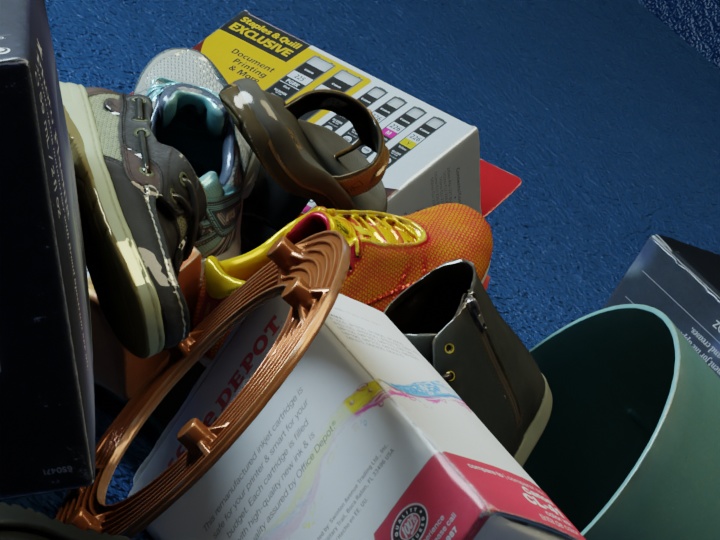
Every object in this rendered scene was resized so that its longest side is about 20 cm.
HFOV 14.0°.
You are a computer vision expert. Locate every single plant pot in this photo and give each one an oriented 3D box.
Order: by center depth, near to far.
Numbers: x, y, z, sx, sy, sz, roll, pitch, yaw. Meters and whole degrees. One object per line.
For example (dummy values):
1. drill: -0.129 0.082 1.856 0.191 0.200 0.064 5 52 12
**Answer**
1. plant pot: 0.146 0.145 1.549 0.161 0.201 0.201 41 12 -21

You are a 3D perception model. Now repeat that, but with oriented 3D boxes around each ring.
1. ring: -0.079 0.055 1.341 0.019 0.200 0.200 42 13 -13

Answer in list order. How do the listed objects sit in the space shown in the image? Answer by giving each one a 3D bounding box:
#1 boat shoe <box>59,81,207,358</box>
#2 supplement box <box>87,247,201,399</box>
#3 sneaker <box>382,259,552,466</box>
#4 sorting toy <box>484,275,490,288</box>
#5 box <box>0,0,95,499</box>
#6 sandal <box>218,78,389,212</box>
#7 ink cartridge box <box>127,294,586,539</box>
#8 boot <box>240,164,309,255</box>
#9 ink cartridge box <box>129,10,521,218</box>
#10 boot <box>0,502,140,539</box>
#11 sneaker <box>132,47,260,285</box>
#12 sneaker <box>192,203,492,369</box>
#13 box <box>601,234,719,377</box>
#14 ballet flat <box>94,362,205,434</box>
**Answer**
1. boat shoe: -0.107 -0.034 1.432 0.066 0.072 0.201 -11 36 -14
2. supplement box: -0.176 -0.014 1.511 0.200 0.067 0.069 30 49 28
3. sneaker: 0.025 0.095 1.476 0.075 0.200 0.106 -1 -44 32
4. sorting toy: 0.001 -0.007 1.941 0.200 0.070 0.199 24 18 -31
5. box: -0.189 -0.026 1.315 0.123 0.201 0.198 -8 23 -4
6. sandal: -0.019 -0.072 1.582 0.082 0.055 0.200 53 7 21
7. ink cartridge box: -0.005 0.119 1.393 0.086 0.148 0.200 22 19 -42
8. boot: -0.018 0.007 1.615 0.200 0.066 0.165 29 38 29
9. ink cartridge box: -0.027 -0.075 1.826 0.200 0.084 0.176 29 53 31
10. boot: -0.099 0.176 1.184 0.198 0.073 0.163 14 28 -52
11. sneaker: -0.088 -0.071 1.578 0.077 0.087 0.200 2 37 -7
12. sneaker: 0.000 0.000 1.515 0.073 0.077 0.200 35 40 31
13. box: 0.192 0.107 1.729 0.107 0.200 0.148 16 22 -46
14. ballet flat: -0.084 0.062 1.556 0.200 0.067 0.070 37 17 14
